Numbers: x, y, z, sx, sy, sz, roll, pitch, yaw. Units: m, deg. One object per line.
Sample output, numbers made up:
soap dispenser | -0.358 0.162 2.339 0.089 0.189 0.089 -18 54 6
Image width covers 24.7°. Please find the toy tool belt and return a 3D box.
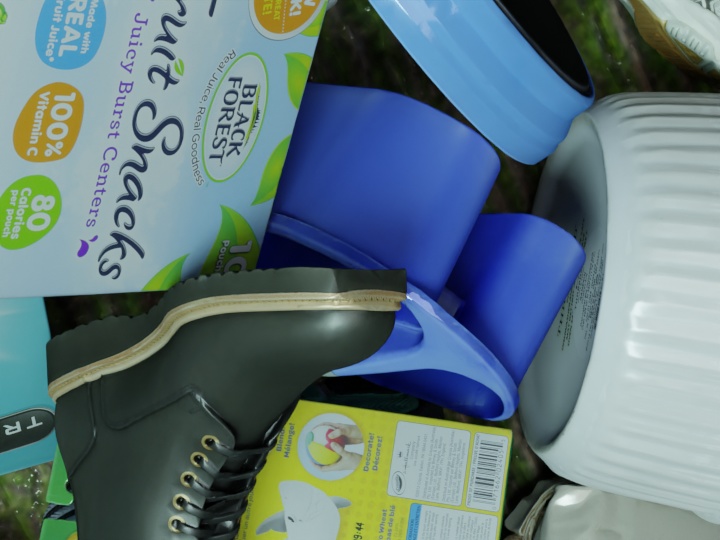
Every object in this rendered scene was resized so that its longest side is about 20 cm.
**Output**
toy tool belt | 0.156 0.172 0.839 0.198 0.123 0.126 14 57 -22

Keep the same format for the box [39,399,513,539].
box | -0.039 0.115 0.709 0.197 0.048 0.119 9 74 5

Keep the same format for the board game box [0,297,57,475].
board game box | -0.205 0.022 0.674 0.149 0.047 0.201 -15 140 -14

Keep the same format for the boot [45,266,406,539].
boot | -0.048 0.079 0.621 0.077 0.199 0.140 4 74 -35

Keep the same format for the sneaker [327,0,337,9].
sneaker | -0.083 -0.113 0.721 0.201 0.080 0.089 -51 139 -9

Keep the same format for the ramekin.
ramekin | 0.140 0.011 0.760 0.104 0.200 0.203 8 95 -8

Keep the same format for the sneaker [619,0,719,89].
sneaker | 0.161 -0.154 0.799 0.199 0.076 0.088 34 91 -18

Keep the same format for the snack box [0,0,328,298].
snack box | -0.110 -0.064 0.569 0.198 0.053 0.144 -3 119 -43

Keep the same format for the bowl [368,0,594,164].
bowl | 0.033 -0.138 0.702 0.039 0.201 0.201 -35 107 17

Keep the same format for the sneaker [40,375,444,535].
sneaker | -0.048 0.117 0.788 0.198 0.075 0.088 -19 113 -2

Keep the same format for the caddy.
caddy | 0.000 0.000 0.716 0.141 0.199 0.105 44 73 -31
